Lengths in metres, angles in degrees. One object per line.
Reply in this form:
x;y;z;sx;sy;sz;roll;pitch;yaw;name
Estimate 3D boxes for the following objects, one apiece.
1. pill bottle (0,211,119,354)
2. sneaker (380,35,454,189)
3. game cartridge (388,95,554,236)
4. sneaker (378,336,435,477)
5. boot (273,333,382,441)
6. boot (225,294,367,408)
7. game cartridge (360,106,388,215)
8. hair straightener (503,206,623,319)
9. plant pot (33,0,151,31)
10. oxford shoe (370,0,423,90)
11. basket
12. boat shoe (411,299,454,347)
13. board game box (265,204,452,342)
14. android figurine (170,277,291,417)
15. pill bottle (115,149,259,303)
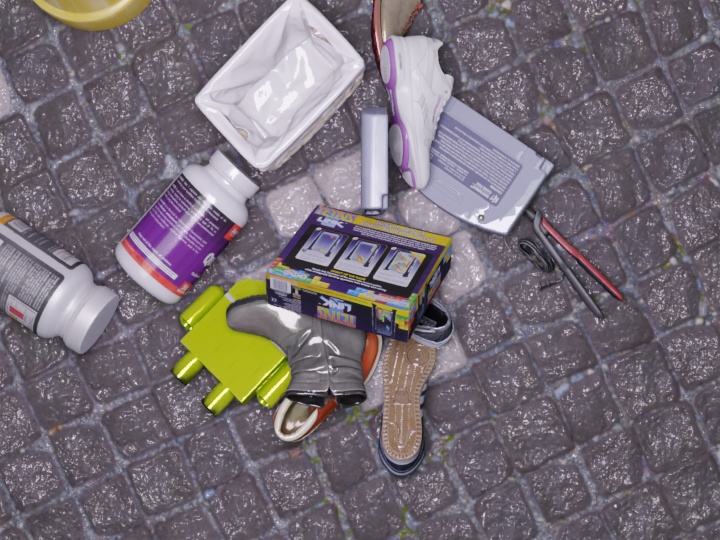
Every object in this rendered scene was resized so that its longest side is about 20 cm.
-0.433;0.019;1.638;0.199;0.116;0.117;34;92;3;pill bottle
0.084;-0.209;1.594;0.098;0.075;0.203;-9;99;-19;sneaker
0.143;-0.140;1.632;0.199;0.041;0.134;36;89;12;game cartridge
0.061;0.179;1.642;0.069;0.109;0.202;6;60;6;sneaker
-0.043;0.151;1.623;0.075;0.107;0.201;40;90;5;boot
-0.085;0.107;1.569;0.197;0.068;0.132;6;60;1;boot
0.017;-0.141;1.570;0.040;0.200;0.136;3;89;-1;game cartridge
0.259;-0.009;1.636;0.077;0.041;0.200;-44;88;2;hair straightener
-0.373;-0.432;1.598;0.197;0.189;0.204;0;91;3;plant pot
0.050;-0.345;1.634;0.074;0.070;0.203;-3;92;-3;oxford shoe
-0.101;-0.242;1.615;0.200;0.123;0.136;-45;87;2;basket
0.033;0.038;1.620;0.198;0.068;0.072;29;73;15;boat shoe
0.000;0.000;1.570;0.197;0.166;0.057;15;129;18;board game box
-0.157;0.095;1.644;0.182;0.041;0.200;40;78;12;android figurine
-0.228;-0.061;1.628;0.112;0.112;0.200;42;93;2;pill bottle
